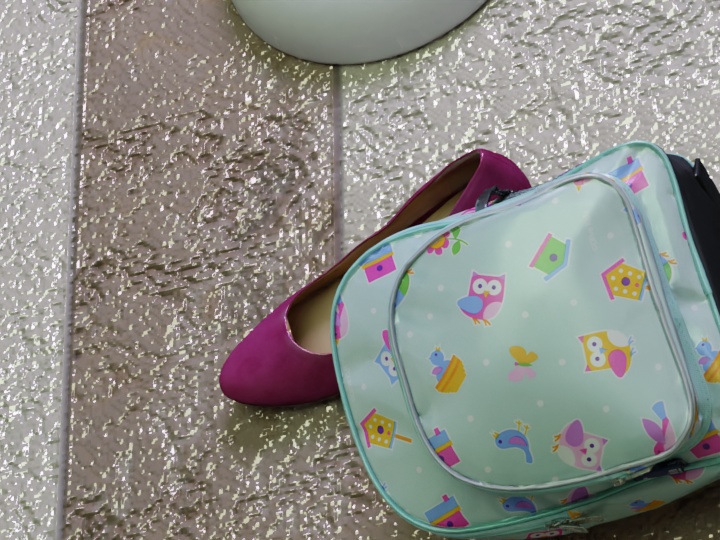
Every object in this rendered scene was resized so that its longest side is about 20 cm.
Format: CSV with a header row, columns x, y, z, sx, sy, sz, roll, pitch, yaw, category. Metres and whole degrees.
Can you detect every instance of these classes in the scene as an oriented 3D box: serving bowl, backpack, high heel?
x,y,z,sx,sy,sz,roll,pitch,yaw,category
0.000,-0.219,1.667,0.200,0.066,0.200,-12,59,20,serving bowl
0.086,0.043,1.415,0.200,0.153,0.176,-22,82,23,backpack
0.000,0.000,1.522,0.200,0.096,0.067,-32,54,6,high heel
